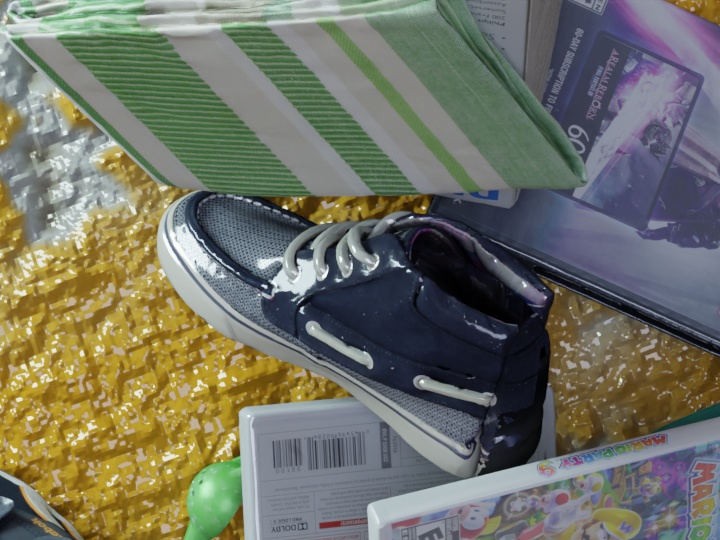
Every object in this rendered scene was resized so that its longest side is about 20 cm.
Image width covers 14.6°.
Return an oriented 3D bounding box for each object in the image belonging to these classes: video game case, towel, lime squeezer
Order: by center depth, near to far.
[{"bbox_3d":[-0.027,-0.072,1.131,0.199,0.153,0.023,-1,62,29],"label":"towel"},{"bbox_3d":[0.102,0.135,1.217,0.199,0.018,0.144,-13,128,-13],"label":"video game case"},{"bbox_3d":[0.145,-0.043,1.250,0.199,0.019,0.143,24,70,0],"label":"video game case"},{"bbox_3d":[0.021,0.156,1.260,0.142,0.018,0.201,-5,97,-16],"label":"video game case"},{"bbox_3d":[-0.032,0.110,1.277,0.199,0.038,0.071,-27,90,0],"label":"lime squeezer"}]

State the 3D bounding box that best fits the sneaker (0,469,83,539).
[{"bbox_3d":[-0.153,0.143,1.246,0.200,0.079,0.079,34,89,10],"label":"sneaker"}]

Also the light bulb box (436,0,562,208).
[{"bbox_3d":[-0.015,-0.139,1.157,0.197,0.200,0.125,12,67,6],"label":"light bulb box"}]

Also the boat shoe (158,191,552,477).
[{"bbox_3d":[0.000,0.000,1.207,0.200,0.075,0.093,31,138,19],"label":"boat shoe"}]

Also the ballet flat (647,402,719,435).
[{"bbox_3d":[0.225,0.079,1.268,0.199,0.068,0.073,-22,112,-2],"label":"ballet flat"}]
